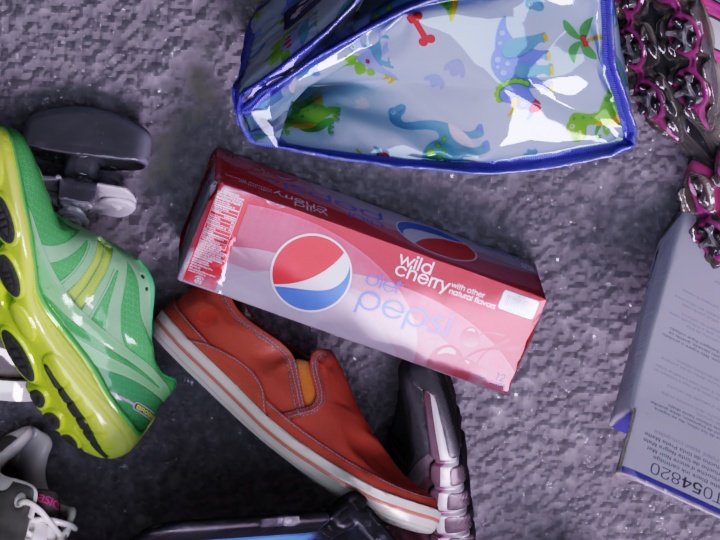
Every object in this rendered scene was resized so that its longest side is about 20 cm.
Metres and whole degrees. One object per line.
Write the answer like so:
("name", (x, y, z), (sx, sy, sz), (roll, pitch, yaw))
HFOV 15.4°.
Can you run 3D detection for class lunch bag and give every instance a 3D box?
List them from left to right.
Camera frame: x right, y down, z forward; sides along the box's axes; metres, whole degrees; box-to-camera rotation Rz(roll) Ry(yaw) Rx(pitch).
("lunch bag", (0.033, -0.121, 1.395), (0.199, 0.170, 0.128), (-11, 109, 4))

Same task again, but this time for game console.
("game console", (-0.058, 0.203, 1.475), (0.116, 0.200, 0.176), (-39, 90, -32))

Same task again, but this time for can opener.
("can opener", (-0.218, -0.063, 1.477), (0.199, 0.053, 0.067), (7, 74, -6))

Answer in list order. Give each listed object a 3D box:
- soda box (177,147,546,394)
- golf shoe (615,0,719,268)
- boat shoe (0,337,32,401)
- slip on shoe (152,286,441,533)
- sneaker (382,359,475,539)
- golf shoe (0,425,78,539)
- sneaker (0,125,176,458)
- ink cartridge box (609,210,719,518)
("soda box", (0.000, 0.000, 1.487), (0.199, 0.070, 0.064), (20, 107, -9))
("golf shoe", (0.204, -0.098, 1.471), (0.092, 0.073, 0.200), (-28, 101, -34))
("boat shoe", (-0.265, 0.027, 1.490), (0.201, 0.072, 0.060), (9, 107, -11))
("slip on shoe", (-0.029, 0.074, 1.485), (0.200, 0.074, 0.061), (41, 91, 16))
("sneaker", (0.008, 0.146, 1.538), (0.115, 0.076, 0.201), (-6, 110, 4))
("golf shoe", (-0.199, 0.163, 1.470), (0.088, 0.200, 0.077), (-44, 127, 13))
("sneaker", (-0.163, 0.005, 1.451), (0.074, 0.084, 0.200), (3, 124, 45))
("ink cartridge box", (0.238, 0.084, 1.457), (0.199, 0.200, 0.041), (26, 138, -5))
